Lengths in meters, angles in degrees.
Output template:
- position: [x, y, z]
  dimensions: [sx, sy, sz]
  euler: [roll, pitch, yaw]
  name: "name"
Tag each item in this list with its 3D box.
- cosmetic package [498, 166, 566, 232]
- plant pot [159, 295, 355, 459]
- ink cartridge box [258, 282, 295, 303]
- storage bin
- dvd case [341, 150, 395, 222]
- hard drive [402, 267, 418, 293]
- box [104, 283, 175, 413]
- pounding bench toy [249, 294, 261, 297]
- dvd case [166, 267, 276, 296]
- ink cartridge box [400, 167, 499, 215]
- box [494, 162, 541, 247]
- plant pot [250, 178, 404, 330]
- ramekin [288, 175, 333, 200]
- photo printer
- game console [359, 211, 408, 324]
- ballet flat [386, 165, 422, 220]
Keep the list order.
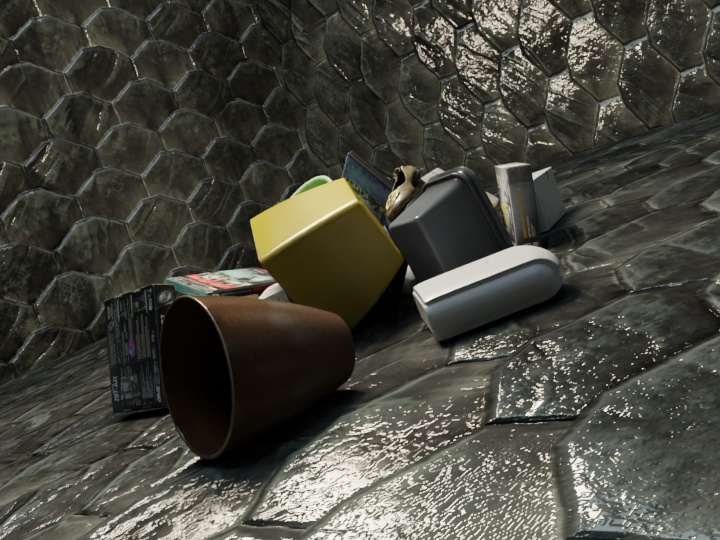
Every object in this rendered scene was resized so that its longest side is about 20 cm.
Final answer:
- position: [0.368, -0.144, 1.728]
  dimensions: [0.081, 0.113, 0.200]
  euler: [-18, 9, 26]
  name: "cosmetic package"
- position: [-0.112, 0.112, 0.984]
  dimensions: [0.199, 0.188, 0.187]
  euler: [-7, -3, -37]
  name: "plant pot"
- position: [-0.119, 0.081, 1.380]
  dimensions: [0.067, 0.117, 0.200]
  euler: [-26, 6, 4]
  name: "ink cartridge box"
- position: [0.137, -0.042, 1.314]
  dimensions: [0.134, 0.200, 0.145]
  euler: [-36, 14, -33]
  name: "storage bin"
- position: [0.013, -0.119, 1.574]
  dimensions: [0.018, 0.143, 0.200]
  euler: [-37, -22, -33]
  name: "dvd case"
- position: [0.025, 0.001, 1.620]
  dimensions: [0.199, 0.026, 0.132]
  euler: [10, 19, 22]
  name: "hard drive"
- position: [-0.368, 0.135, 1.375]
  dimensions: [0.160, 0.201, 0.043]
  euler: [-16, -12, 41]
  name: "box"
- position: [-0.244, 0.087, 1.709]
  dimensions: [0.156, 0.125, 0.200]
  euler: [-23, 7, -18]
  name: "pounding bench toy"
- position: [-0.238, 0.024, 1.517]
  dimensions: [0.200, 0.022, 0.146]
  euler: [-10, 16, -41]
  name: "dvd case"
- position: [0.166, -0.096, 1.588]
  dimensions: [0.145, 0.147, 0.200]
  euler: [-65, -9, 19]
  name: "ink cartridge box"
- position: [0.297, -0.122, 1.540]
  dimensions: [0.048, 0.159, 0.200]
  euler: [-10, 8, 5]
  name: "box"
- position: [-0.046, -0.034, 1.343]
  dimensions: [0.176, 0.200, 0.200]
  euler: [-37, 25, 6]
  name: "plant pot"
- position: [-0.083, -0.070, 1.542]
  dimensions: [0.200, 0.098, 0.200]
  euler: [-38, 33, 31]
  name: "ramekin"
- position: [0.178, 0.024, 1.128]
  dimensions: [0.199, 0.070, 0.166]
  euler: [-21, 7, 1]
  name: "photo printer"
- position: [0.000, 0.000, 1.454]
  dimensions: [0.116, 0.177, 0.200]
  euler: [7, 24, -13]
  name: "game console"
- position: [0.068, -0.140, 1.404]
  dimensions: [0.067, 0.046, 0.200]
  euler: [-46, 8, 27]
  name: "ballet flat"
